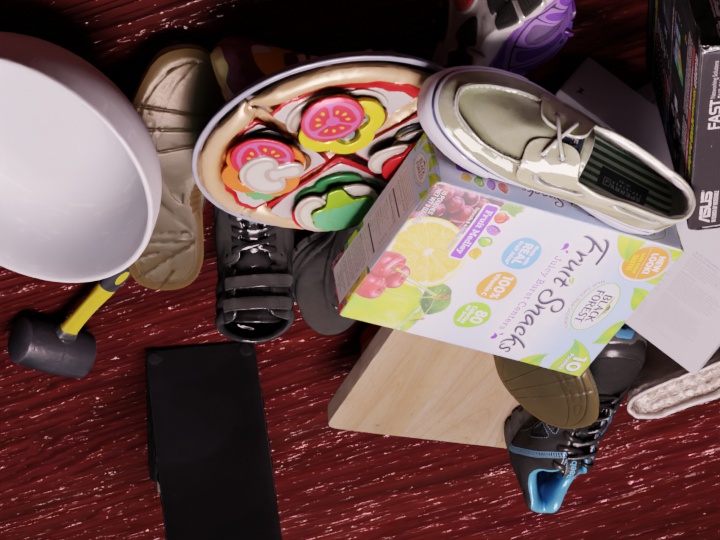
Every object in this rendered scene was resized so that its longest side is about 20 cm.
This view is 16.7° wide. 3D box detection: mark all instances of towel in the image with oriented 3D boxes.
[{"bbox_3d":[0.308,0.050,1.942,0.199,0.133,0.035,-22,108,22],"label":"towel"}]

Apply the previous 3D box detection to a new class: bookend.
[{"bbox_3d":[-0.121,0.196,2.003,0.092,0.200,0.200,-5,147,-7],"label":"bookend"}]

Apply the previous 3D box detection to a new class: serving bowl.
[{"bbox_3d":[-0.218,-0.086,1.651,0.199,0.066,0.201,15,137,15],"label":"serving bowl"}]

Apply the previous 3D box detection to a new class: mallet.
[{"bbox_3d":[-0.205,0.014,1.868,0.066,0.041,0.200,9,139,-29],"label":"mallet"}]

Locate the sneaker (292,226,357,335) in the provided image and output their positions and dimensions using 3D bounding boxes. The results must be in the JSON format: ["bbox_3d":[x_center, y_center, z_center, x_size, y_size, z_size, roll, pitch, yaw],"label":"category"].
[{"bbox_3d":[0.000,0.000,1.830,0.076,0.091,0.200,-9,150,-22],"label":"sneaker"}]

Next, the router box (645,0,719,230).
[{"bbox_3d":[0.234,-0.145,1.613,0.062,0.150,0.200,-8,146,0],"label":"router box"}]

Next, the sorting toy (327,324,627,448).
[{"bbox_3d":[0.096,0.056,1.955,0.198,0.070,0.200,8,144,-21],"label":"sorting toy"}]

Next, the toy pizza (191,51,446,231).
[{"bbox_3d":[-0.014,-0.078,1.646,0.199,0.032,0.200,-10,150,-6],"label":"toy pizza"}]

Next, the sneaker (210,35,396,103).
[{"bbox_3d":[-0.015,-0.126,1.671,0.090,0.075,0.200,-36,144,26],"label":"sneaker"}]

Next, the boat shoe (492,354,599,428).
[{"bbox_3d":[0.124,0.033,1.821,0.072,0.066,0.201,-16,127,32],"label":"boat shoe"}]

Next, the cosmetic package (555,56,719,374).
[{"bbox_3d":[0.203,-0.037,1.756,0.200,0.052,0.151,38,142,5],"label":"cosmetic package"}]

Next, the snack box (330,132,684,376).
[{"bbox_3d":[0.100,-0.008,1.686,0.199,0.053,0.142,15,133,-26],"label":"snack box"}]

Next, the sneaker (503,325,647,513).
[{"bbox_3d":[0.175,0.115,1.922,0.073,0.082,0.200,6,143,-16],"label":"sneaker"}]

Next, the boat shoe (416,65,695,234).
[{"bbox_3d":[0.132,-0.082,1.600,0.199,0.072,0.062,22,168,-21],"label":"boat shoe"}]

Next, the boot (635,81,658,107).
[{"bbox_3d":[0.268,-0.095,1.741,0.199,0.096,0.074,-21,144,19],"label":"boot"}]

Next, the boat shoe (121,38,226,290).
[{"bbox_3d":[-0.136,-0.081,1.712,0.073,0.065,0.201,3,126,-13],"label":"boat shoe"}]

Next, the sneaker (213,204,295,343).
[{"bbox_3d":[-0.074,-0.022,1.779,0.070,0.100,0.200,-3,145,-4],"label":"sneaker"}]

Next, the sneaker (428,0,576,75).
[{"bbox_3d":[0.114,-0.185,1.618,0.083,0.081,0.200,-6,159,-27],"label":"sneaker"}]
